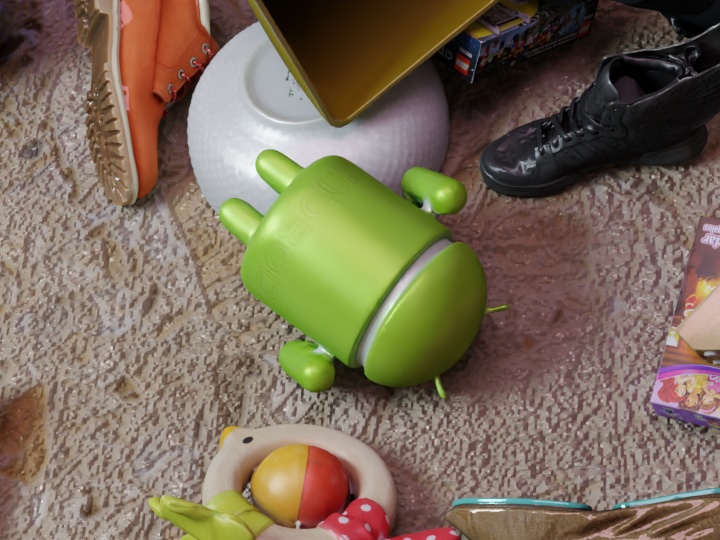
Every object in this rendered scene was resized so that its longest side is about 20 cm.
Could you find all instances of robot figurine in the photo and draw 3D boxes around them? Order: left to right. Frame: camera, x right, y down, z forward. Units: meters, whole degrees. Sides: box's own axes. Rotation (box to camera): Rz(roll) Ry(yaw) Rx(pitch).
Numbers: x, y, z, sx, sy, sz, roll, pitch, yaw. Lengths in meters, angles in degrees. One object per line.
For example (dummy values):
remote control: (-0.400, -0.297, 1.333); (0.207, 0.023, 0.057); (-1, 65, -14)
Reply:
robot figurine: (0.000, 0.000, 1.596); (0.200, 0.116, 0.176); (35, 86, 13)

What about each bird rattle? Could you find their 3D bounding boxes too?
bird rattle: (-0.035, 0.157, 1.524); (0.200, 0.113, 0.163); (-2, 40, 5)

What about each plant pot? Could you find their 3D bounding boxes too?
plant pot: (-0.024, -0.262, 1.639); (0.200, 0.200, 0.176); (-40, 48, -6)

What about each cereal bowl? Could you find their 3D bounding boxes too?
cereal bowl: (-0.035, -0.120, 1.716); (0.200, 0.083, 0.200); (-5, 55, 8)

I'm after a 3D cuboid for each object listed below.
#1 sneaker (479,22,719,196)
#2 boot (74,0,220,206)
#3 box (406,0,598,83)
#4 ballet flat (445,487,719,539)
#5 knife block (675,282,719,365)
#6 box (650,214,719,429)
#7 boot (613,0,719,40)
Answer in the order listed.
sneaker: (0.176, -0.115, 1.654); (0.200, 0.104, 0.060); (-10, 56, 8)
boot: (-0.154, -0.144, 1.757); (0.107, 0.075, 0.200); (3, 73, -22)
box: (0.061, -0.222, 1.759); (0.137, 0.038, 0.200); (-24, 50, -40)
ballet flat: (0.155, 0.180, 1.500); (0.200, 0.068, 0.072); (-2, 75, 4)
knife block: (0.305, -0.030, 1.503); (0.200, 0.064, 0.176); (-2, 80, 14)
box: (0.306, 0.050, 1.545); (0.200, 0.039, 0.137); (12, 76, 18)
boot: (0.219, -0.205, 1.701); (0.200, 0.168, 0.076); (30, 97, 60)
